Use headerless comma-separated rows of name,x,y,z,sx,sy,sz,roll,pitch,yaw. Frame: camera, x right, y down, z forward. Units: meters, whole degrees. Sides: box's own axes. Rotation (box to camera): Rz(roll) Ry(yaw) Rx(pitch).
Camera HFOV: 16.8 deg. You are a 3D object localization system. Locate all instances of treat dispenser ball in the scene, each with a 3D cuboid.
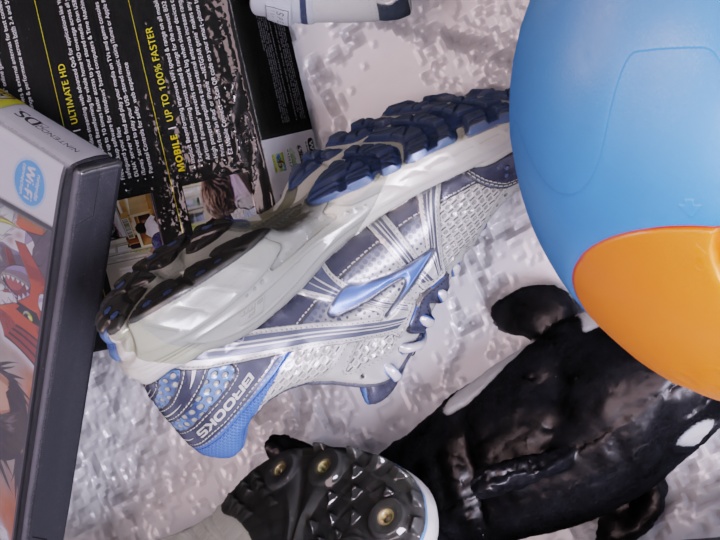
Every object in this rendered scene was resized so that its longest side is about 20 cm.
treat dispenser ball,0.148,-0.054,0.803,0.199,0.201,0.203,4,99,24

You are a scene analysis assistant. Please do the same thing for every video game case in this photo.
video game case,-0.179,0.011,1.011,0.180,0.025,0.202,30,121,34

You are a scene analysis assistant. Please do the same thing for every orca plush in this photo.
orca plush,0.050,0.063,0.935,0.198,0.071,0.106,-6,95,25

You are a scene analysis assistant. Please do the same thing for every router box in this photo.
router box,-0.099,-0.071,0.992,0.148,0.051,0.202,-11,94,26

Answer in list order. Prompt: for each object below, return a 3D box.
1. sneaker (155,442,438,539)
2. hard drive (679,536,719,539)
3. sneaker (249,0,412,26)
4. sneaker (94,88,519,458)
sneaker,-0.034,0.123,0.967,0.199,0.072,0.072,-27,45,43
hard drive,0.144,0.194,0.900,0.131,0.026,0.201,-8,108,34
sneaker,0.001,-0.193,0.932,0.070,0.073,0.202,6,101,-2
sneaker,0.000,0.000,0.924,0.199,0.077,0.086,-31,111,-11
